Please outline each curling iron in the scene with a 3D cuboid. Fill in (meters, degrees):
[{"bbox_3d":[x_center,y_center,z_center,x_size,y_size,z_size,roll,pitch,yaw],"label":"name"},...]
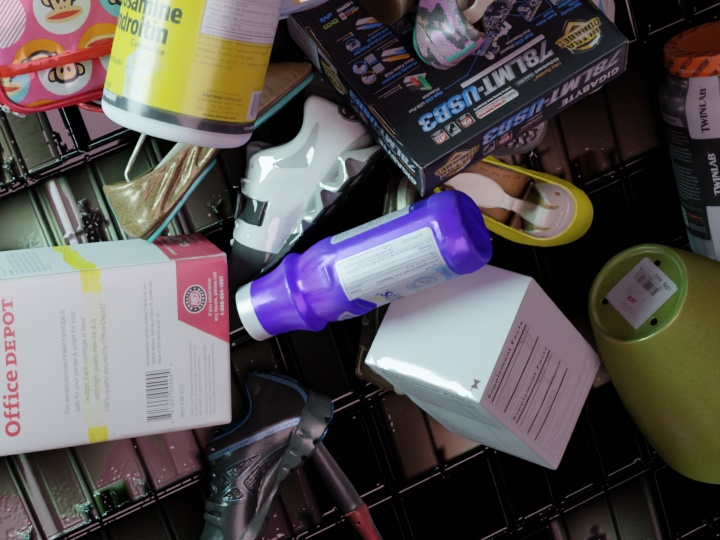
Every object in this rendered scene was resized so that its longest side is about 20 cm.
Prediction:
[{"bbox_3d":[-0.012,0.221,1.473,0.050,0.026,0.200,-29,114,-15],"label":"curling iron"}]

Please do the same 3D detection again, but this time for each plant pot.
[{"bbox_3d":[0.284,0.061,1.430,0.187,0.187,0.200,-52,133,-1],"label":"plant pot"}]

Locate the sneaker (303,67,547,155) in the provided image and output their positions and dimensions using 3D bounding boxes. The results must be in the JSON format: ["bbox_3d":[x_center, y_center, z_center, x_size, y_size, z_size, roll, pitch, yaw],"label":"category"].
[{"bbox_3d":[0.055,-0.140,1.371,0.199,0.114,0.076,3,106,5],"label":"sneaker"}]

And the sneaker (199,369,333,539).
[{"bbox_3d":[-0.103,0.178,1.409,0.082,0.073,0.200,30,91,-6],"label":"sneaker"}]

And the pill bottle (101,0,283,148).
[{"bbox_3d":[-0.111,-0.195,1.171,0.112,0.112,0.200,8,103,-24],"label":"pill bottle"}]

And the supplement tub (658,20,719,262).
[{"bbox_3d":[0.334,-0.114,1.461,0.122,0.123,0.200,-24,114,-14],"label":"supplement tub"}]

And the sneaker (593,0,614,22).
[{"bbox_3d":[0.166,-0.244,1.385,0.081,0.076,0.200,-21,107,-49],"label":"sneaker"}]

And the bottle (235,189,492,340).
[{"bbox_3d":[0.000,0.000,1.284,0.200,0.084,0.065,-22,82,16],"label":"bottle"}]

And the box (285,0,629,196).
[{"bbox_3d":[0.073,-0.185,1.298,0.200,0.199,0.050,-33,156,-11],"label":"box"}]

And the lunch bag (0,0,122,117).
[{"bbox_3d":[-0.198,-0.199,1.241,0.200,0.082,0.176,-17,116,-19],"label":"lunch bag"}]

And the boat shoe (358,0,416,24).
[{"bbox_3d":[0.004,-0.289,1.272,0.066,0.074,0.200,-23,90,-26],"label":"boat shoe"}]

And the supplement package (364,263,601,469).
[{"bbox_3d":[0.107,0.074,1.370,0.110,0.114,0.200,-66,150,-12],"label":"supplement package"}]

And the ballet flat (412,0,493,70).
[{"bbox_3d":[0.081,-0.245,1.258,0.069,0.071,0.200,33,52,-44],"label":"ballet flat"}]

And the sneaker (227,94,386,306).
[{"bbox_3d":[-0.070,-0.057,1.344,0.089,0.074,0.200,43,107,6],"label":"sneaker"}]

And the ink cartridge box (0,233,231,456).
[{"bbox_3d":[-0.210,0.055,1.307,0.200,0.083,0.145,-6,108,-21],"label":"ink cartridge box"}]

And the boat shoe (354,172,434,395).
[{"bbox_3d":[0.020,0.012,1.392,0.075,0.075,0.203,9,114,19],"label":"boat shoe"}]

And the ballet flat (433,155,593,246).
[{"bbox_3d":[0.129,-0.061,1.423,0.200,0.067,0.067,20,97,-27],"label":"ballet flat"}]

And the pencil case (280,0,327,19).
[{"bbox_3d":[-0.073,-0.289,1.240,0.083,0.091,0.200,-37,112,-58],"label":"pencil case"}]

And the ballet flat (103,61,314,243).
[{"bbox_3d":[-0.127,-0.112,1.311,0.200,0.068,0.072,-45,98,0],"label":"ballet flat"}]
